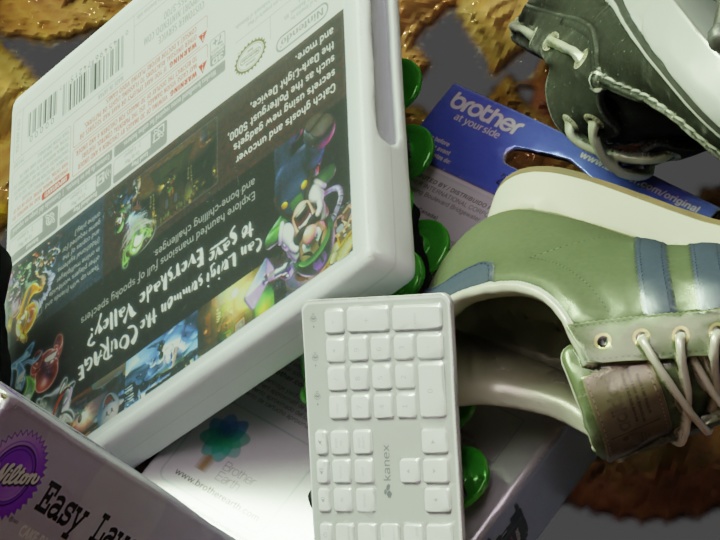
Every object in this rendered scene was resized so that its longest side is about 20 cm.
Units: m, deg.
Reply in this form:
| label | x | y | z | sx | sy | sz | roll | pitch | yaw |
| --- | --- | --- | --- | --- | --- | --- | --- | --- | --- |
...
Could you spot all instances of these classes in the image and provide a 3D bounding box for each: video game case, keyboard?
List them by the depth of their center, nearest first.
| label | x | y | z | sx | sy | sz | roll | pitch | yaw |
| --- | --- | --- | --- | --- | --- | --- | --- | --- | --- |
| keyboard | 0.010 | 0.108 | 0.838 | 0.056 | 0.011 | 0.200 | -4 | 89 | 44 |
| video game case | -0.057 | -0.030 | 0.956 | 0.200 | 0.023 | 0.182 | -34 | 44 | 38 |

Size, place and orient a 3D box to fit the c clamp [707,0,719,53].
| label | x | y | z | sx | sy | sz | roll | pitch | yaw |
| --- | --- | --- | --- | --- | --- | --- | --- | --- | --- |
| c clamp | 0.206 | -0.106 | 0.896 | 0.200 | 0.027 | 0.171 | 11 | 49 | -4 |

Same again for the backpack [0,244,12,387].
| label | x | y | z | sx | sy | sz | roll | pitch | yaw |
| --- | --- | --- | --- | --- | --- | --- | --- | --- | --- |
| backpack | -0.195 | 0.025 | 0.849 | 0.154 | 0.200 | 0.191 | -24 | 59 | 4 |

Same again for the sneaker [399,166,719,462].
| label | x | y | z | sx | sy | sz | roll | pitch | yaw |
| --- | --- | --- | --- | --- | --- | --- | --- | --- | --- |
| sneaker | 0.099 | 0.026 | 0.819 | 0.200 | 0.067 | 0.090 | 11 | 43 | 38 |

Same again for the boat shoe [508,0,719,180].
| label | x | y | z | sx | sy | sz | roll | pitch | yaw |
| --- | --- | --- | --- | --- | --- | --- | --- | --- | --- |
| boat shoe | 0.098 | -0.062 | 0.929 | 0.064 | 0.071 | 0.200 | -56 | 20 | 11 |

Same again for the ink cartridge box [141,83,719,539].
| label | x | y | z | sx | sy | sz | roll | pitch | yaw |
| --- | --- | --- | --- | --- | --- | --- | --- | --- | --- |
| ink cartridge box | 0.021 | 0.040 | 0.935 | 0.119 | 0.042 | 0.200 | 26 | 72 | 32 |

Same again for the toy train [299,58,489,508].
| label | x | y | z | sx | sy | sz | roll | pitch | yaw |
| --- | --- | --- | --- | --- | --- | --- | --- | --- | --- |
| toy train | 0.000 | 0.000 | 0.923 | 0.056 | 0.042 | 0.200 | -21 | 52 | 18 |

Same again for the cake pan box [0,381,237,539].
| label | x | y | z | sx | sy | sz | roll | pitch | yaw |
| --- | --- | --- | --- | --- | --- | --- | --- | --- | --- |
| cake pan box | -0.117 | 0.131 | 0.802 | 0.052 | 0.200 | 0.184 | 26 | 80 | 33 |
